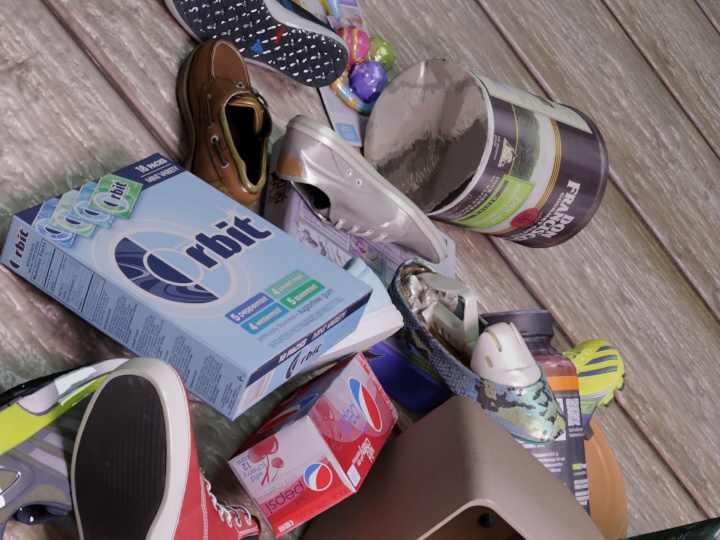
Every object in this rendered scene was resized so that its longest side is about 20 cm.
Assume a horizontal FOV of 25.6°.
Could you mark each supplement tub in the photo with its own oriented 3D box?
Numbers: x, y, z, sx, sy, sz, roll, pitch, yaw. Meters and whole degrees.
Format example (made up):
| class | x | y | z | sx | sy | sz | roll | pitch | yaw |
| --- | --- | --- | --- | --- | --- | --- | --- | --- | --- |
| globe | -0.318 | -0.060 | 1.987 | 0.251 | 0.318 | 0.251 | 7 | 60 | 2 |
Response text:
| class | x | y | z | sx | sy | sz | roll | pitch | yaw |
| --- | --- | --- | --- | --- | --- | --- | --- | --- | --- |
| supplement tub | 0.130 | 0.135 | 1.303 | 0.107 | 0.107 | 0.200 | 5 | 79 | -52 |

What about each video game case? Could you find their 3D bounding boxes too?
| class | x | y | z | sx | sy | sz | roll | pitch | yaw |
| --- | --- | --- | --- | --- | --- | --- | --- | --- | --- |
| video game case | 0.000 | 0.000 | 1.346 | 0.200 | 0.045 | 0.181 | 36 | 38 | -31 |

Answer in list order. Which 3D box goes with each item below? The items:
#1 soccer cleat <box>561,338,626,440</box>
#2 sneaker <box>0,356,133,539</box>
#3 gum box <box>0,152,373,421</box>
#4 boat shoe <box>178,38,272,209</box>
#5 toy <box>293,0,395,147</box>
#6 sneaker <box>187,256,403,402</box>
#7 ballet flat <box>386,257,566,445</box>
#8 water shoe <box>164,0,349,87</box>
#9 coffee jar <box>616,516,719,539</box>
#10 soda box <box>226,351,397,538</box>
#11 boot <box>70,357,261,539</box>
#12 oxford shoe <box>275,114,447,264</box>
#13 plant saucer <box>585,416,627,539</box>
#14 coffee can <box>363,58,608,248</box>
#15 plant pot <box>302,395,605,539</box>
| class | x | y | z | sx | sy | sz | roll | pitch | yaw |
| --- | --- | --- | --- | --- | --- | --- | --- | --- | --- |
| soccer cleat | 0.186 | 0.100 | 1.437 | 0.084 | 0.065 | 0.200 | 51 | 33 | -6 |
| sneaker | -0.196 | 0.111 | 0.981 | 0.200 | 0.074 | 0.081 | -27 | 100 | -54 |
| gum box | -0.117 | 0.004 | 1.098 | 0.200 | 0.045 | 0.170 | 33 | 31 | 15 |
| boat shoe | -0.102 | -0.120 | 1.288 | 0.072 | 0.068 | 0.200 | 28 | 42 | -36 |
| toy | -0.004 | -0.214 | 1.519 | 0.115 | 0.047 | 0.200 | 0 | 63 | -51 |
| sneaker | -0.061 | 0.040 | 1.186 | 0.200 | 0.074 | 0.082 | -18 | 76 | -43 |
| ballet flat | 0.087 | 0.056 | 1.233 | 0.200 | 0.074 | 0.074 | 39 | 19 | 35 |
| water shoe | -0.101 | -0.224 | 1.399 | 0.200 | 0.072 | 0.079 | 29 | 14 | -35 |
| coffee jar | 0.224 | 0.260 | 1.284 | 0.104 | 0.200 | 0.085 | -15 | 86 | -53 |
| soda box | -0.029 | 0.120 | 1.130 | 0.063 | 0.070 | 0.200 | 58 | 14 | -2 |
| boot | -0.110 | 0.139 | 0.997 | 0.144 | 0.072 | 0.200 | -23 | 120 | -59 |
| oxford shoe | -0.002 | -0.054 | 1.300 | 0.200 | 0.075 | 0.058 | 38 | 79 | -41 |
| plant saucer | 0.184 | 0.180 | 1.457 | 0.200 | 0.032 | 0.200 | 34 | 39 | -32 |
| coffee can | 0.121 | -0.108 | 1.507 | 0.200 | 0.146 | 0.147 | 12 | 54 | -48 |
| plant pot | 0.071 | 0.213 | 1.141 | 0.200 | 0.200 | 0.177 | 43 | 23 | -22 |
